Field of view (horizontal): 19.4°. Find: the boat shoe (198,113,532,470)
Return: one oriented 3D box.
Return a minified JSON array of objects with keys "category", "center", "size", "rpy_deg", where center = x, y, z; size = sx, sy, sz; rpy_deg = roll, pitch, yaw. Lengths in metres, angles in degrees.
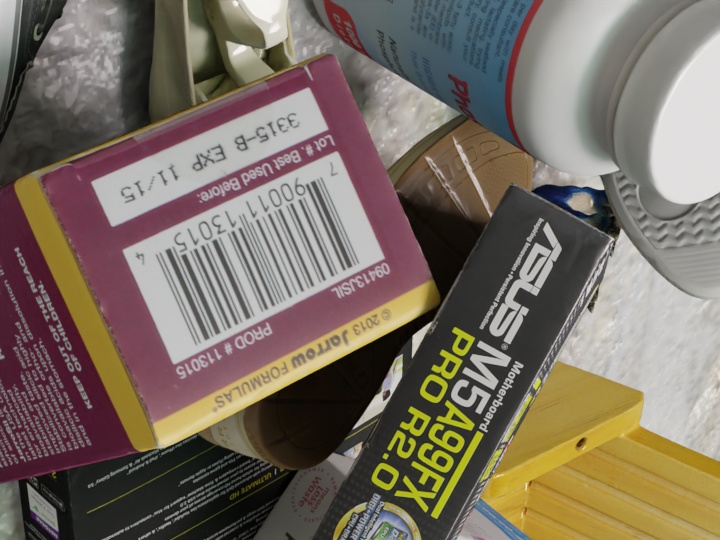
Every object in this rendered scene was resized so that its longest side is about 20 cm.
[{"category":"boat shoe","center":[0.000,0.000,0.920],"size":[0.200,0.065,0.071],"rpy_deg":[-48,122,-26]}]

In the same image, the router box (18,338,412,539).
[{"category":"router box","center":[-0.064,0.080,0.989],"size":[0.200,0.051,0.149],"rpy_deg":[-27,136,-31]}]

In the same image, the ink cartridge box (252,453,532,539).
[{"category":"ink cartridge box","center":[-0.001,0.158,1.022],"size":[0.115,0.068,0.200],"rpy_deg":[-57,144,6]}]

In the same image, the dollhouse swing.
[{"category":"dollhouse swing","center":[0.118,0.185,1.175],"size":[0.182,0.176,0.200],"rpy_deg":[-23,134,-35]}]

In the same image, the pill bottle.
[{"category":"pill bottle","center":[0.078,-0.107,0.888],"size":[0.109,0.200,0.109],"rpy_deg":[-27,134,-31]}]

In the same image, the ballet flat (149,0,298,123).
[{"category":"ballet flat","center":[-0.052,-0.094,0.870],"size":[0.069,0.069,0.200],"rpy_deg":[-32,137,-27]}]

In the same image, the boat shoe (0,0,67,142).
[{"category":"boat shoe","center":[-0.131,-0.111,0.771],"size":[0.057,0.069,0.200],"rpy_deg":[-5,119,-45]}]

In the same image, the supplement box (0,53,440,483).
[{"category":"supplement box","center":[-0.086,0.006,0.787],"size":[0.131,0.200,0.103],"rpy_deg":[-27,95,-33]}]

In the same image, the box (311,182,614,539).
[{"category":"box","center":[0.041,0.054,0.827],"size":[0.160,0.044,0.200],"rpy_deg":[-60,174,-2]}]

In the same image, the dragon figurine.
[{"category":"dragon figurine","center":[0.078,-0.027,1.057],"size":[0.200,0.099,0.059],"rpy_deg":[-63,172,-72]}]

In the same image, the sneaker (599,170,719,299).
[{"category":"sneaker","center":[0.150,-0.058,1.016],"size":[0.074,0.201,0.118],"rpy_deg":[-27,149,9]}]
